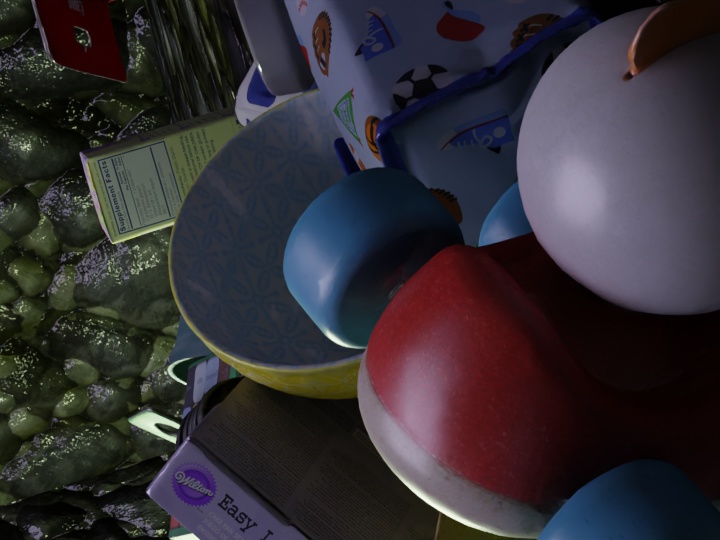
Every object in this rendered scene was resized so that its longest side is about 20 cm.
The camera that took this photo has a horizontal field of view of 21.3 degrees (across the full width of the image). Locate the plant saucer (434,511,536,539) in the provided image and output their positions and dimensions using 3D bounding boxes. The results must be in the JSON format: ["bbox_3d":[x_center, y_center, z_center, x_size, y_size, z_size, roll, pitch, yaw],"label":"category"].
[{"bbox_3d":[0.085,0.154,1.029,0.201,0.048,0.201,74,-158,-47],"label":"plant saucer"}]

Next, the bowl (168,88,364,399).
[{"bbox_3d":[0.000,0.000,1.104,0.108,0.199,0.201,59,-175,-50],"label":"bowl"}]

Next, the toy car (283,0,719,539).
[{"bbox_3d":[0.102,-0.015,0.613,0.185,0.176,0.201,51,131,36],"label":"toy car"}]

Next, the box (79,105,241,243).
[{"bbox_3d":[-0.201,-0.111,2.120,0.176,0.199,0.097,-152,45,-77],"label":"box"}]

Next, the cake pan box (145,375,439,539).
[{"bbox_3d":[-0.012,0.133,1.086,0.200,0.052,0.184,40,-160,-1],"label":"cake pan box"}]

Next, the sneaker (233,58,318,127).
[{"bbox_3d":[-0.030,-0.098,1.279,0.115,0.080,0.201,135,136,-57],"label":"sneaker"}]

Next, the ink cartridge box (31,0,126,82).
[{"bbox_3d":[-0.115,-0.189,0.928,0.200,0.083,0.177,-47,-56,-85],"label":"ink cartridge box"}]

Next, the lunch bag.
[{"bbox_3d":[0.052,-0.057,0.851,0.200,0.123,0.170,61,-177,-44],"label":"lunch bag"}]

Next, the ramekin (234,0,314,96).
[{"bbox_3d":[-0.018,-0.196,0.962,0.200,0.104,0.202,-14,-90,-86],"label":"ramekin"}]

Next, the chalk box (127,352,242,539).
[{"bbox_3d":[-0.054,0.123,1.270,0.125,0.199,0.125,153,124,-67],"label":"chalk box"}]

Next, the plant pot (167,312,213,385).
[{"bbox_3d":[-0.033,0.017,1.383,0.200,0.199,0.135,107,169,-75],"label":"plant pot"}]
